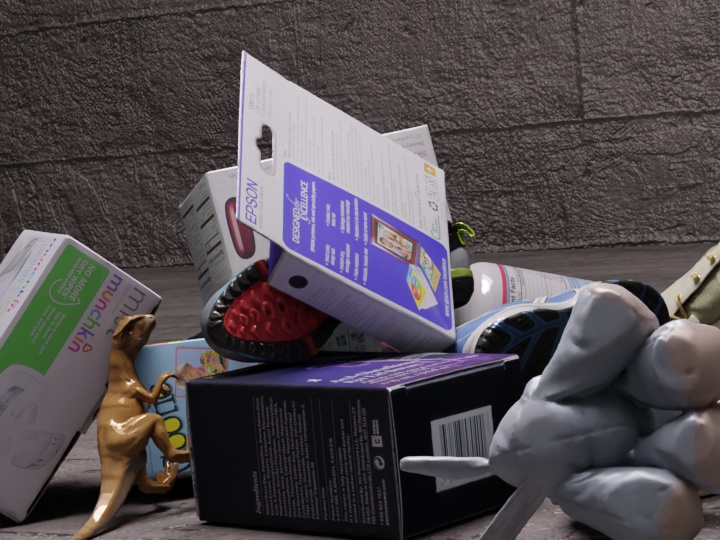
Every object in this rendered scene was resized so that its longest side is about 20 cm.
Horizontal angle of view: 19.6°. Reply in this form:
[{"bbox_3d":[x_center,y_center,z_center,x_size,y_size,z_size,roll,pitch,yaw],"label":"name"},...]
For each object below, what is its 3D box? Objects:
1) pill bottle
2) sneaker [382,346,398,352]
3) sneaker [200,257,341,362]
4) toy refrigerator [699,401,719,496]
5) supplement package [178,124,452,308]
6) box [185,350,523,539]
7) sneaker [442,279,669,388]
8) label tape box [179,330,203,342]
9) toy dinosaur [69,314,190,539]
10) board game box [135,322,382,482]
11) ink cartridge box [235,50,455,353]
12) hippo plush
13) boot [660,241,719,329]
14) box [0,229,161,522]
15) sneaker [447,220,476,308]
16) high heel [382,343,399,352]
[{"bbox_3d":[0.140,0.053,1.820,0.199,0.109,0.109,10,2,-11],"label":"pill bottle"},{"bbox_3d":[-0.011,0.116,1.842,0.105,0.076,0.200,-25,9,-11],"label":"sneaker"},{"bbox_3d":[-0.063,0.035,1.550,0.095,0.080,0.200,-29,-4,34],"label":"sneaker"},{"bbox_3d":[0.190,0.116,1.502,0.076,0.070,0.200,-7,6,-33],"label":"toy refrigerator"},{"bbox_3d":[-0.039,-0.039,1.802,0.199,0.111,0.156,-14,-5,-15],"label":"supplement package"},{"bbox_3d":[-0.003,0.118,1.460,0.199,0.105,0.148,-1,7,40],"label":"box"},{"bbox_3d":[0.149,0.045,1.559,0.199,0.076,0.077,-4,5,-34],"label":"sneaker"},{"bbox_3d":[-0.127,0.091,1.919,0.144,0.063,0.200,-28,-5,23],"label":"label tape box"},{"bbox_3d":[-0.171,0.132,1.514,0.106,0.201,0.060,28,-38,-33],"label":"toy dinosaur"},{"bbox_3d":[-0.087,0.104,1.648,0.199,0.105,0.103,-6,-6,-16],"label":"board game box"},{"bbox_3d":[-0.020,-0.047,1.548,0.200,0.199,0.043,30,-54,-25],"label":"ink cartridge box"},{"bbox_3d":[0.166,0.118,1.315,0.200,0.159,0.161,-45,-22,6],"label":"hippo plush"},{"bbox_3d":[0.253,0.052,1.667,0.155,0.072,0.200,-44,-3,31],"label":"boot"},{"bbox_3d":[-0.259,0.078,1.610,0.097,0.200,0.176,35,-8,-17],"label":"box"},{"bbox_3d":[0.000,0.000,1.682,0.199,0.083,0.072,-9,-7,14],"label":"sneaker"},{"bbox_3d":[0.055,0.084,1.975,0.096,0.068,0.200,-20,34,-39],"label":"high heel"}]
